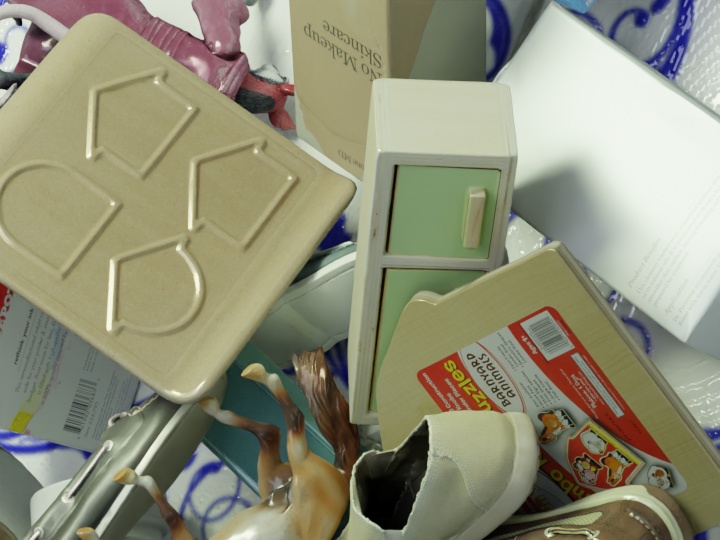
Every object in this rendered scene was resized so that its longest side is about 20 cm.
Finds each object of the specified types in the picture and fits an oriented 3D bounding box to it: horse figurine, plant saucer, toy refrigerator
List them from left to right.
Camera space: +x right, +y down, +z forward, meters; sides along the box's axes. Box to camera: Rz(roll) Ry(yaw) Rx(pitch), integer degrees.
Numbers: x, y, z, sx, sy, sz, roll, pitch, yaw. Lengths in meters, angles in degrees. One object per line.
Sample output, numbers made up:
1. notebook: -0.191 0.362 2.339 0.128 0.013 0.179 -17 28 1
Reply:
1. horse figurine: -0.066 0.137 1.494 0.200 0.133 0.050 -45 20 -10
2. plant saucer: -0.035 0.115 1.545 0.200 0.019 0.070 41 113 17
3. toy refrigerator: 0.037 -0.004 1.453 0.076 0.200 0.070 3 41 -4

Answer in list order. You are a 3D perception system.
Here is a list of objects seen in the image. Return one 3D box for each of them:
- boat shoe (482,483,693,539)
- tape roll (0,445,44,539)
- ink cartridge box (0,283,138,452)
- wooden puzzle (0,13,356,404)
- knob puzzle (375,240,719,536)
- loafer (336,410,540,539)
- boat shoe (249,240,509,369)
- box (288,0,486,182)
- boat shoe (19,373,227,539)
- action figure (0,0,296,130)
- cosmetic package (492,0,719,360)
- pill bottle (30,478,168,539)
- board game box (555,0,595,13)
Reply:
1. boat shoe: 0.081 0.171 1.428 0.202 0.075 0.075 -32 90 39
2. tape roll: -0.236 0.199 1.587 0.037 0.203 0.203 -19 67 30
3. ink cartridge box: -0.216 0.036 1.617 0.067 0.200 0.117 14 85 36
4. wooden puzzle: -0.130 -0.033 1.538 0.200 0.046 0.185 32 58 6
5. knob puzzle: 0.092 0.086 1.443 0.219 0.030 0.220 16 128 22
6. loafer: 0.019 0.135 1.443 0.200 0.068 0.076 -50 28 35
7. boat shoe: 0.000 0.000 1.559 0.200 0.073 0.062 -21 42 32
8. box: 0.015 -0.150 1.515 0.078 0.200 0.095 -32 48 -29
9. boat shoe: -0.152 0.127 1.518 0.057 0.067 0.200 30 75 16
10. action figure: -0.128 -0.134 1.635 0.199 0.149 0.134 16 94 8
11. cosmetic package: 0.157 -0.047 1.461 0.200 0.081 0.113 42 101 36
12. pill bottle: -0.145 0.227 1.572 0.112 0.112 0.201 -20 67 29
13. board game box: 0.101 -0.240 1.534 0.200 0.037 0.151 29 70 42
